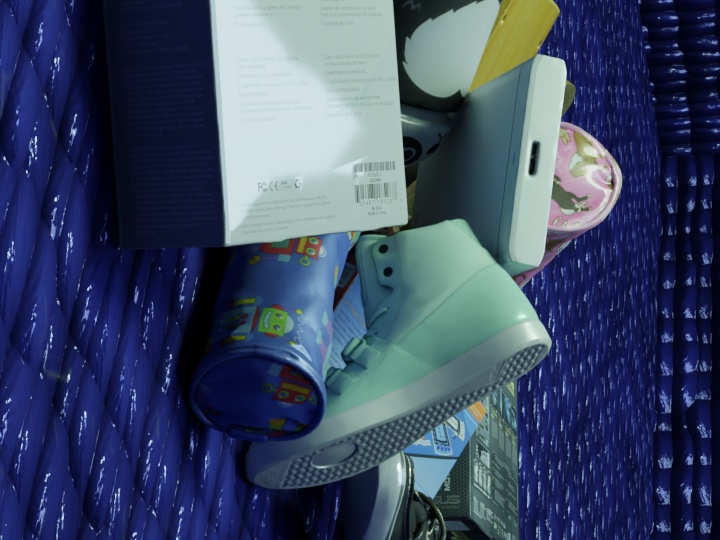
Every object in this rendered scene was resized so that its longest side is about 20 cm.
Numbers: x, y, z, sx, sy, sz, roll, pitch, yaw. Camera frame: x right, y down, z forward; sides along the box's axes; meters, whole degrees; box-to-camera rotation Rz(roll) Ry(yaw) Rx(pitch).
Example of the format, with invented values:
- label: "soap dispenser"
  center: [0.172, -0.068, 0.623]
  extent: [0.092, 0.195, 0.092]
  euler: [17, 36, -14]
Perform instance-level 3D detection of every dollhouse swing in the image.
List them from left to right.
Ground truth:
- label: "dollhouse swing"
  center: [0.049, -0.219, 2.018]
  extent: [0.182, 0.176, 0.200]
  euler: [-60, 170, 6]

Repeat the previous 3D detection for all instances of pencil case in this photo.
- label: "pencil case"
  center: [-0.047, 0.016, 1.471]
  extent: [0.200, 0.078, 0.087]
  euler: [-79, 179, -51]
- label: "pencil case"
  center: [0.107, -0.037, 1.741]
  extent: [0.087, 0.083, 0.200]
  euler: [-50, -178, -23]

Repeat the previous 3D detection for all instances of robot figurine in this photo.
- label: "robot figurine"
  center: [0.025, -0.163, 1.643]
  extent: [0.200, 0.150, 0.125]
  euler: [-69, -154, 14]

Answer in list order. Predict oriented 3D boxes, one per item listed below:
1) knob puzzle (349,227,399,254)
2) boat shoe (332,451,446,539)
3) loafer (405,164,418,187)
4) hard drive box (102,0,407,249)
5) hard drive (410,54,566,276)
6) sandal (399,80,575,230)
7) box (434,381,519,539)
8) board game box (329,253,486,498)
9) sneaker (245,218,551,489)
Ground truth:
- label: "knob puzzle"
  center: [0.000, 0.000, 1.691]
  extent: [0.220, 0.030, 0.220]
  euler: [33, 52, -56]
- label: "boat shoe"
  center: [0.022, 0.171, 1.643]
  extent: [0.200, 0.066, 0.070]
  euler: [102, -15, -52]
- label: "loafer"
  center: [0.053, -0.073, 1.981]
  extent: [0.200, 0.072, 0.073]
  euler: [-37, 124, -75]
- label: "hard drive box"
  center: [-0.055, -0.116, 1.327]
  extent: [0.156, 0.077, 0.201]
  euler: [-7, 95, -52]
- label: "hard drive"
  center: [0.078, -0.055, 1.641]
  extent: [0.200, 0.027, 0.132]
  euler: [156, -57, -71]
- label: "sandal"
  center: [0.056, -0.086, 1.847]
  extent: [0.070, 0.212, 0.078]
  euler: [44, -5, 24]
- label: "box"
  center: [0.078, 0.125, 1.878]
  extent: [0.200, 0.051, 0.158]
  euler: [49, 40, -70]
- label: "board game box"
  center: [0.013, 0.083, 1.658]
  extent: [0.103, 0.019, 0.200]
  euler: [-56, 140, -15]
- label: "sneaker"
  center: [0.003, 0.047, 1.545]
  extent: [0.118, 0.200, 0.074]
  euler: [60, -4, 23]
